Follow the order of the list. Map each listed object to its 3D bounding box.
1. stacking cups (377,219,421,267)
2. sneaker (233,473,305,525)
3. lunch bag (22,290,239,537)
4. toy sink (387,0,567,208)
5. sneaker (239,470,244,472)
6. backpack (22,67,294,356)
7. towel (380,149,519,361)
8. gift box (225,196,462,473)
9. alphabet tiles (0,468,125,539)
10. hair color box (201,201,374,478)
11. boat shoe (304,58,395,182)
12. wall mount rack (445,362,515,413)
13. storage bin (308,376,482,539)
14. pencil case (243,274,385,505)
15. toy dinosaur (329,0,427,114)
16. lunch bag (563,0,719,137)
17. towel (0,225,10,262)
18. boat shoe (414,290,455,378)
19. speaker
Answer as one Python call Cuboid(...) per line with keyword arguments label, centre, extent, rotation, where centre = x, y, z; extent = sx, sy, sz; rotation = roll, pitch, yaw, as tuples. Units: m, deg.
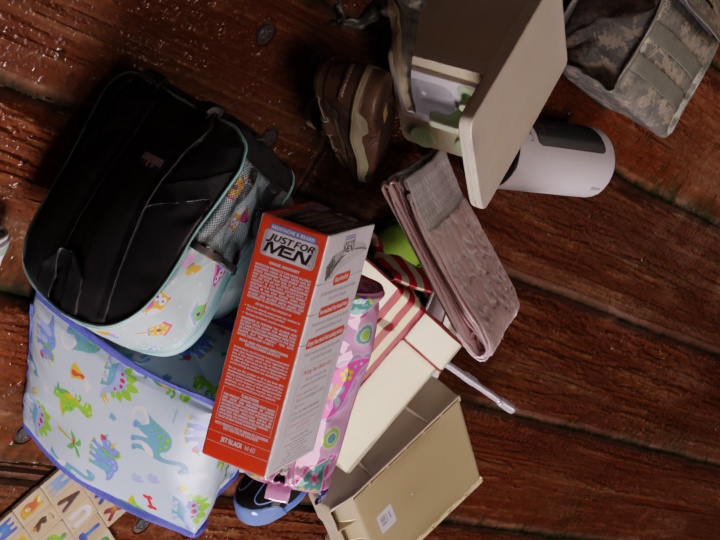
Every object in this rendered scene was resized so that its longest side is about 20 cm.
Cuboid(label="stacking cups", centre=(0.000, 0.000, 1.868), extent=(0.200, 0.060, 0.061), rotation=(-32, 144, -21))
Cuboid(label="sneaker", centre=(-0.064, 0.177, 1.947), extent=(0.200, 0.070, 0.078), rotation=(-46, 146, -24))
Cuboid(label="lunch bag", centre=(-0.194, 0.105, 1.585), extent=(0.128, 0.199, 0.171), rotation=(-58, 165, -52))
Cuboid(label="toy sink", centre=(0.099, -0.179, 1.711), extent=(0.200, 0.112, 0.131), rotation=(-60, 155, -28))
Cuboid(label="sneaker", centre=(-0.130, 0.129, 1.719), extent=(0.082, 0.199, 0.077), rotation=(-48, 122, -31))
Cuboid(label="backpack", centre=(-0.164, -0.034, 1.487), extent=(0.200, 0.175, 0.153), rotation=(-55, 148, -8))
Cuboid(label="towel", centre=(0.094, -0.020, 1.792), extent=(0.032, 0.192, 0.200), rotation=(-26, -175, 18))
Cuboid(label="gift box", centre=(-0.027, 0.052, 1.729), extent=(0.187, 0.184, 0.200), rotation=(-50, 129, 0))
Cuboid(label="alphabet tiles", centre=(-0.306, 0.267, 1.772), extent=(0.200, 0.006, 0.167), rotation=(-41, 148, -17))
Cuboid(label="hair color box", centre=(-0.057, 0.052, 1.478), extent=(0.111, 0.064, 0.201), rotation=(-18, 126, -70))
Cuboid(label="boat shoe", centre=(-0.012, -0.143, 1.693), extent=(0.202, 0.075, 0.075), rotation=(90, 19, -70))
Cuboid(label="wall mount rack", centre=(0.055, 0.107, 1.884), extent=(0.173, 0.200, 0.075), rotation=(-7, 103, -14))
Cuboid(label="storage bin", centre=(0.029, 0.227, 2.091), extent=(0.198, 0.094, 0.200), rotation=(-41, 148, -16))
Cuboid(label="pencil case", centre=(-0.042, 0.095, 1.581), extent=(0.087, 0.087, 0.201), rotation=(1, 110, -53))
Cuboid(label="toy dinosaur", centre=(0.023, -0.239, 1.602), extent=(0.047, 0.088, 0.201), rotation=(124, -23, -70))
Cuboid(label="lunch bag", centre=(0.306, -0.263, 1.940), extent=(0.201, 0.117, 0.164), rotation=(-60, 148, 2))
Cuboid(label="towel", centre=(-0.359, 0.060, 1.472), extent=(0.149, 0.031, 0.201), rotation=(-10, 129, -47))
Cuboid(label="boat shoe", centre=(0.076, 0.042, 1.961), extent=(0.200, 0.059, 0.072), rotation=(100, 16, -57))
Cuboid(label="speaker", centre=(0.186, -0.121, 1.958), extent=(0.200, 0.081, 0.081), rotation=(2, 120, -53))
